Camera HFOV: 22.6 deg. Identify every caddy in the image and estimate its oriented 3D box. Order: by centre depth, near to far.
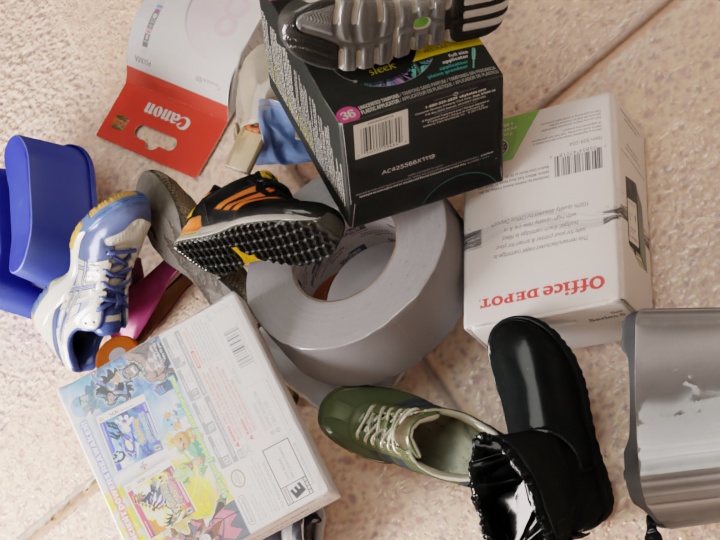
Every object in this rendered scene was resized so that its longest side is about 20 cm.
[{"bbox_3d":[-0.325,-0.041,1.842,0.141,0.105,0.201,-37,50,40],"label":"caddy"}]

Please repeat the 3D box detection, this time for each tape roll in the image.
[{"bbox_3d":[0.000,0.000,1.596,0.200,0.066,0.201,-18,49,21],"label":"tape roll"}]

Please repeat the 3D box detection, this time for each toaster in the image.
[{"bbox_3d":[0.277,0.118,1.405,0.129,0.114,0.201,-9,61,24],"label":"toaster"}]

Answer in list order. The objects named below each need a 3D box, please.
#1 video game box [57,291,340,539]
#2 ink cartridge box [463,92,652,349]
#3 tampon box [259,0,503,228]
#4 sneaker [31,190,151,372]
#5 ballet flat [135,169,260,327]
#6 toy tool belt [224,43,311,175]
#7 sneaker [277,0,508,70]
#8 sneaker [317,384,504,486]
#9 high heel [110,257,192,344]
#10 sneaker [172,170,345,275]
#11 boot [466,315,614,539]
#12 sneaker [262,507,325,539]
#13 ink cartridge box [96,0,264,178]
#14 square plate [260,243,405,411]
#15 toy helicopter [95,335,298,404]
[{"bbox_3d":[-0.140,0.149,1.551,0.182,0.047,0.201,-28,72,2],"label":"video game box"},{"bbox_3d":[0.169,-0.035,1.559,0.145,0.084,0.201,-12,61,25],"label":"ink cartridge box"},{"bbox_3d":[0.017,-0.164,1.553,0.149,0.127,0.200,-19,50,-13],"label":"tampon box"},{"bbox_3d":[-0.239,0.014,1.712,0.088,0.075,0.200,56,131,28],"label":"sneaker"},{"bbox_3d":[-0.147,-0.020,1.695,0.200,0.046,0.068,50,136,27],"label":"ballet flat"},{"bbox_3d":[-0.025,-0.137,1.697,0.199,0.125,0.123,1,54,4],"label":"toy tool belt"},{"bbox_3d":[0.013,-0.229,1.485,0.199,0.075,0.116,-9,42,-21],"label":"sneaker"},{"bbox_3d":[0.047,0.135,1.521,0.199,0.090,0.067,18,79,22],"label":"sneaker"},{"bbox_3d":[-0.161,0.012,1.754,0.199,0.067,0.097,-21,74,23],"label":"high heel"},{"bbox_3d":[-0.085,-0.055,1.585,0.200,0.070,0.090,-9,54,46],"label":"sneaker"},{"bbox_3d":[0.128,0.135,1.416,0.073,0.162,0.199,-22,84,27],"label":"boot"},{"bbox_3d":[-0.103,0.197,1.591,0.108,0.070,0.201,-29,80,15],"label":"sneaker"},{"bbox_3d":[-0.184,-0.214,1.876,0.162,0.057,0.200,24,76,36],"label":"ink cartridge box"},{"bbox_3d":[-0.007,0.030,1.659,0.200,0.028,0.198,34,83,35],"label":"square plate"},{"bbox_3d":[-0.155,0.130,1.679,0.199,0.079,0.133,-6,57,14],"label":"toy helicopter"}]
